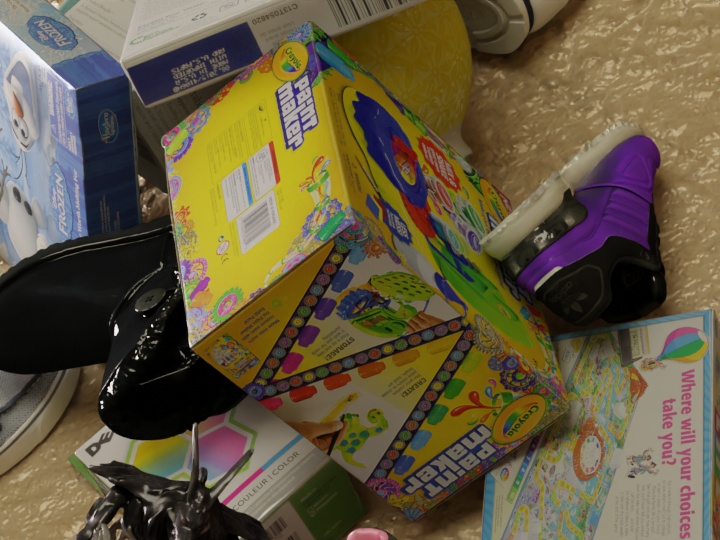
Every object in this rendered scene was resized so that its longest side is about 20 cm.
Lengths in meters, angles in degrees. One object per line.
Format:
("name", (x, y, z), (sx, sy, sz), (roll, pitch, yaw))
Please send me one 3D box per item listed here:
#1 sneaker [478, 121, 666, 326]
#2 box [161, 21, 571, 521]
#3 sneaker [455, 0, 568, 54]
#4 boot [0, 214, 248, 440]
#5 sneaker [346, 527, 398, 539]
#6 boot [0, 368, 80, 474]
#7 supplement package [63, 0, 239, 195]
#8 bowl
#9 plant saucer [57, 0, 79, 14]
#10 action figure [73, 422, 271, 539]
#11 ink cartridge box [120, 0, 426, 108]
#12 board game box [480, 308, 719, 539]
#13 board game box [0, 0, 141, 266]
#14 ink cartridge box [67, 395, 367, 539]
("sneaker", (0.145, -0.017, 1.631), (0.070, 0.100, 0.200), (-45, -5, 32))
("box", (0.000, 0.000, 1.581), (0.122, 0.193, 0.200), (-37, 35, 18))
("sneaker", (0.056, -0.203, 1.871), (0.200, 0.076, 0.080), (23, 51, 35))
("boot", (-0.148, 0.042, 1.647), (0.200, 0.076, 0.168), (-21, 27, 11))
("sneaker", (-0.037, 0.218, 1.500), (0.200, 0.095, 0.079), (-45, 47, -15))
("boot", (-0.266, 0.094, 1.733), (0.073, 0.090, 0.200), (26, 65, 41))
("supplement package", (-0.094, -0.161, 1.825), (0.200, 0.114, 0.110), (-44, 46, -13))
("bowl", (0.007, -0.086, 1.732), (0.200, 0.200, 0.108), (-43, 86, -14))
("plant saucer", (-0.159, -0.161, 1.957), (0.200, 0.036, 0.200), (-14, 45, 14))
("action figure", (-0.120, 0.183, 1.510), (0.200, 0.119, 0.102), (-57, 24, 28))
("ink cartridge box", (-0.045, -0.185, 1.693), (0.199, 0.041, 0.200), (-20, 25, 11))
("board game box", (0.138, 0.117, 1.546), (0.134, 0.034, 0.200), (-10, 46, 19))
("board game box", (-0.206, -0.078, 1.786), (0.043, 0.200, 0.199), (-19, 37, -25))
("ink cartridge box", (-0.099, 0.114, 1.652), (0.104, 0.059, 0.200), (-41, 45, -12))
